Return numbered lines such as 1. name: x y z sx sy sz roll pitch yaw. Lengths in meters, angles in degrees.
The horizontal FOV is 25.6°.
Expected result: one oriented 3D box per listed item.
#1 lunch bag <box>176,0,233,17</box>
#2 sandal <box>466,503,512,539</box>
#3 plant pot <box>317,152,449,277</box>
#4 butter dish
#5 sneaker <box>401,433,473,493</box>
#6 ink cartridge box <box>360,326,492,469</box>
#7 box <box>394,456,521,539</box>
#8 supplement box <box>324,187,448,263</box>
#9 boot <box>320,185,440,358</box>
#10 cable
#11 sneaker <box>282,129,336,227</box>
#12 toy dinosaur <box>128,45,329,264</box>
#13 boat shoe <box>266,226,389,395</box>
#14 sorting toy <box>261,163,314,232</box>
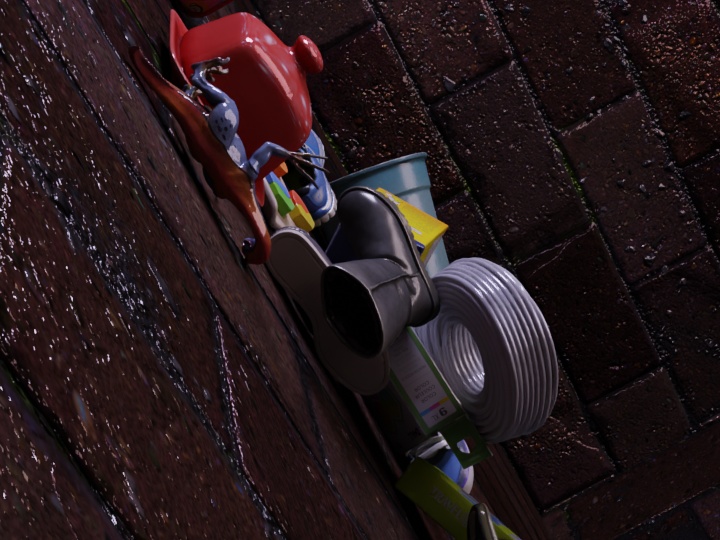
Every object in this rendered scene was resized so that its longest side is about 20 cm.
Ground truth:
1. lunch bag: -0.194 -0.449 2.090 0.201 0.175 0.082 64 5 28
2. sandal: 0.169 0.328 1.620 0.202 0.057 0.080 58 -19 12
3. plant pot: 0.037 -0.047 2.326 0.200 0.199 0.197 4 65 -85
4. butter dish: -0.110 -0.202 1.706 0.200 0.147 0.200 60 6 -23
5. sneaker: 0.053 0.170 1.857 0.146 0.080 0.201 43 21 -52
6. ink cartridge box: 0.053 0.139 1.727 0.201 0.059 0.104 57 -22 6
7. box: 0.132 0.288 1.728 0.200 0.048 0.122 40 -2 16
8. supplement box: 0.026 -0.024 2.010 0.109 0.109 0.200 30 14 6
9. boot: 0.001 -0.002 1.603 0.182 0.072 0.200 55 26 9
10. cable: 0.132 0.085 1.695 0.201 0.069 0.200 61 -27 22
11. sneaker: -0.088 -0.155 2.161 0.201 0.078 0.089 66 3 39
12. toy dinosaur: -0.136 -0.095 1.476 0.199 0.105 0.183 6 61 -39
13. boat shoe: -0.030 0.038 1.661 0.201 0.072 0.063 56 9 -11
14. sorting toy: -0.108 -0.111 1.919 0.186 0.036 0.200 64 4 22
